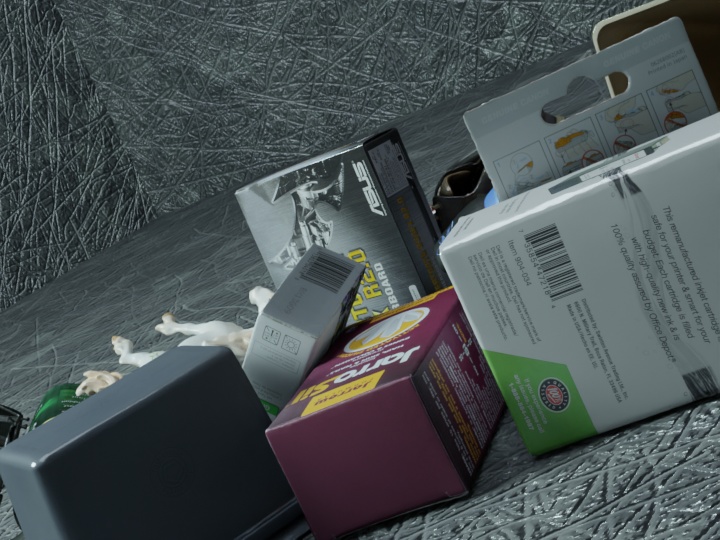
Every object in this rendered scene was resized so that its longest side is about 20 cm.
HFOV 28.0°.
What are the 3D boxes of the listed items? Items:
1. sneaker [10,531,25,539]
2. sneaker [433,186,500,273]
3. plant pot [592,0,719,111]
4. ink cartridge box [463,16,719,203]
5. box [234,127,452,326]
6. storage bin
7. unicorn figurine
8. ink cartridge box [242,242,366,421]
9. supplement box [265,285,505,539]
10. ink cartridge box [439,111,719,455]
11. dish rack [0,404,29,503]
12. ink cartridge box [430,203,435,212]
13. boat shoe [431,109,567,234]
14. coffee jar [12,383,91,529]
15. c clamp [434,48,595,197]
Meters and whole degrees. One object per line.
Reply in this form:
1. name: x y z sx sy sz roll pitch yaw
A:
1. sneaker: -0.229 0.210 1.050 0.199 0.076 0.091 -26 0 -23
2. sneaker: 0.141 -0.008 1.050 0.199 0.070 0.078 21 -45 -37
3. plant pot: 0.336 -0.140 1.139 0.199 0.201 0.177 -16 3 43
4. ink cartridge box: 0.173 -0.043 0.961 0.161 0.201 0.050 -24 6 -2
5. box: 0.000 0.000 1.177 0.158 0.201 0.048 -15 11 43
6. storage bin: -0.142 0.142 0.966 0.199 0.135 0.145 -30 14 -30
7. unicorn figurine: -0.140 0.067 1.261 0.137 0.074 0.200 7 45 45
8. ink cartridge box: -0.059 0.091 1.084 0.109 0.050 0.201 -55 -14 -56
9. supplement box: 0.027 0.089 0.977 0.110 0.086 0.200 -22 10 21
10. ink cartridge box: 0.170 0.006 0.880 0.199 0.146 0.084 -22 9 19
11. dish rack: -0.311 0.182 1.169 0.054 0.154 0.200 14 -6 -11
12. ink cartridge box: 0.179 -0.071 1.443 0.175 0.084 0.200 -16 13 43
13. boat shoe: 0.094 -0.054 1.160 0.200 0.073 0.075 -57 9 26
14. coffee jar: -0.242 0.163 1.212 0.085 0.105 0.200 18 1 -12
15. c clamp: 0.147 -0.082 1.227 0.170 0.027 0.200 -33 -31 2
